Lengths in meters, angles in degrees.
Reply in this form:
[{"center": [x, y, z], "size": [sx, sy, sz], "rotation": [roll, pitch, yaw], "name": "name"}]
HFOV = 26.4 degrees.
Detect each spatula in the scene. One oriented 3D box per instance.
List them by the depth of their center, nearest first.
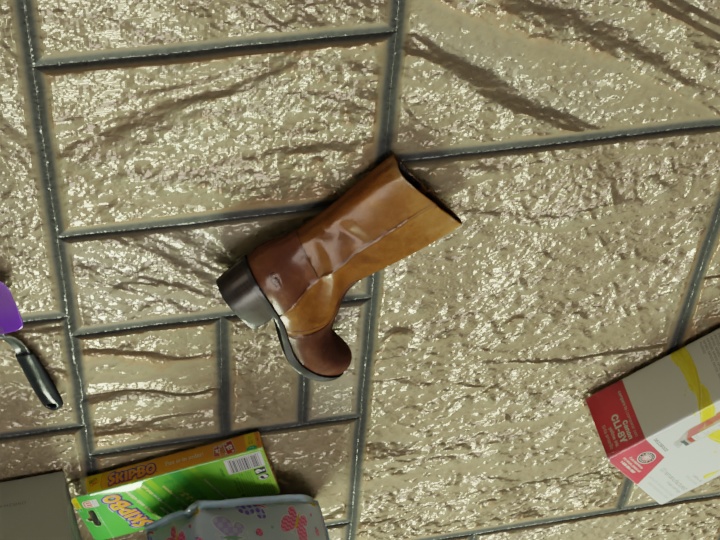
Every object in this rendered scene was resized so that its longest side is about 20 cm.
[{"center": [-0.304, 0.069, 1.357], "size": [0.056, 0.021, 0.200], "rotation": [-8, 144, 10], "name": "spatula"}]

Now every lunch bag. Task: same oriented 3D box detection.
[{"center": [-0.107, 0.326, 1.584], "size": [0.200, 0.170, 0.127], "rotation": [2, 157, -42], "name": "lunch bag"}]

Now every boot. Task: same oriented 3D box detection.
[{"center": [0.000, 0.000, 1.364], "size": [0.200, 0.069, 0.188], "rotation": [-34, 130, 11], "name": "boot"}]

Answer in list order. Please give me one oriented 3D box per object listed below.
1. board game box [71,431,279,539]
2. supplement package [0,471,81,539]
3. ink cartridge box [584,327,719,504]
[{"center": [-0.189, 0.223, 1.573], "size": [0.200, 0.030, 0.096], "rotation": [-17, 142, -3], "name": "board game box"}, {"center": [-0.352, 0.330, 1.548], "size": [0.152, 0.151, 0.200], "rotation": [-10, 141, -8], "name": "supplement package"}, {"center": [0.363, 0.148, 1.619], "size": [0.200, 0.083, 0.145], "rotation": [-31, 138, 18], "name": "ink cartridge box"}]
